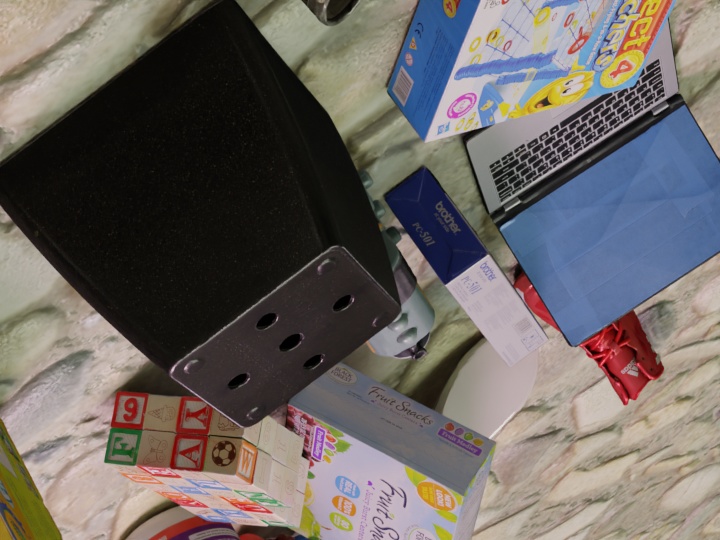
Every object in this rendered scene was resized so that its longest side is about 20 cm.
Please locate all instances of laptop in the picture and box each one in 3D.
[{"bbox_3d":[0.201,-0.069,1.711,0.187,0.116,0.200,-33,152,-4],"label":"laptop"}]

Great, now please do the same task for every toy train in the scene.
[{"bbox_3d":[0.000,0.000,1.598,0.085,0.114,0.200,-33,154,-1],"label":"toy train"}]

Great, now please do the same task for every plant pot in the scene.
[{"bbox_3d":[-0.087,-0.019,1.413,0.199,0.178,0.200,-37,151,3],"label":"plant pot"}]

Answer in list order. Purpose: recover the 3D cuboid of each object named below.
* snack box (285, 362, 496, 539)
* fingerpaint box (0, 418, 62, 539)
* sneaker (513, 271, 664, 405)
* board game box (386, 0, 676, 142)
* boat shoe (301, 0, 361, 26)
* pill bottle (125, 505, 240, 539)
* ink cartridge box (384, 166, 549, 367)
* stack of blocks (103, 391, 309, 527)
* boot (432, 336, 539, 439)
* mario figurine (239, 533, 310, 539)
[{"bbox_3d":[0.018,0.181,1.842,0.068,0.168,0.200,-55,166,-32],"label":"snack box"},{"bbox_3d":[-0.266,0.167,1.482,0.073,0.200,0.167,-32,153,-2],"label":"fingerpaint box"},{"bbox_3d":[0.215,0.050,1.912,0.078,0.116,0.200,-43,151,16],"label":"sneaker"},{"bbox_3d":[0.135,-0.195,1.506,0.195,0.056,0.200,-17,147,-30],"label":"board game box"},{"bbox_3d":[0.026,-0.235,1.315,0.071,0.064,0.200,1,136,-48],"label":"boat shoe"},{"bbox_3d":[-0.123,0.305,1.853,0.112,0.200,0.113,-26,151,-16],"label":"pill bottle"},{"bbox_3d":[0.087,0.001,1.720,0.044,0.094,0.200,-35,153,3],"label":"ink cartridge box"},{"bbox_3d":[-0.106,0.154,1.725,0.115,0.059,0.200,3,162,21],"label":"stack of blocks"},{"bbox_3d":[0.086,0.133,1.969,0.073,0.090,0.200,32,91,-16],"label":"boot"},{"bbox_3d":[-0.041,0.280,2.010,0.199,0.106,0.124,-22,152,-25],"label":"mario figurine"}]
